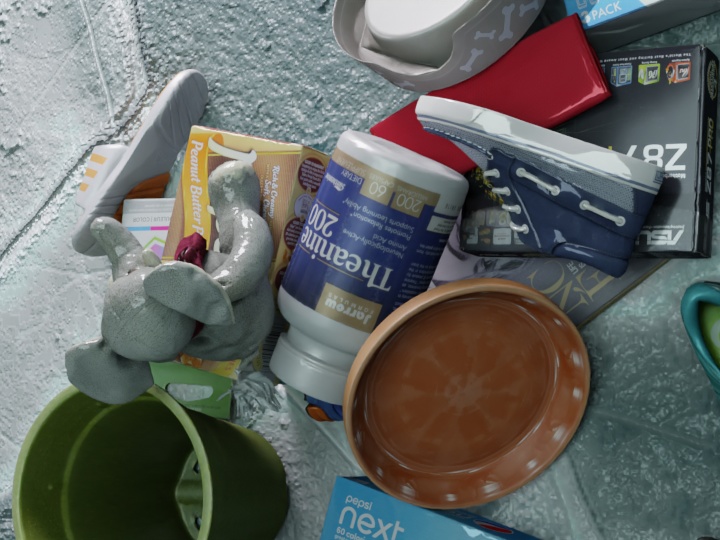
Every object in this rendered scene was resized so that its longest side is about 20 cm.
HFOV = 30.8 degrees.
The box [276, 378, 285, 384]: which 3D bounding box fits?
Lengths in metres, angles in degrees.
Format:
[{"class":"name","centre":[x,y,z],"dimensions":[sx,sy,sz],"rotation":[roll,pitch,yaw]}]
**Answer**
[{"class":"box","centre":[-0.063,0.000,1.157],"dimensions":[0.049,0.082,0.201],"rotation":[0,83,26]}]

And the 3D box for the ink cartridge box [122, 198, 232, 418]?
[{"class":"ink cartridge box","centre":[-0.171,0.034,1.220],"dimensions":[0.103,0.059,0.201],"rotation":[0,83,27]}]

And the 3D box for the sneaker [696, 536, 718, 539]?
[{"class":"sneaker","centre":[0.266,0.298,0.953],"dimensions":[0.088,0.077,0.201],"rotation":[-25,70,31]}]

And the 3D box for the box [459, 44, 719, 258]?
[{"class":"box","centre":[0.181,-0.091,1.043],"dimensions":[0.199,0.049,0.162],"rotation":[2,85,30]}]

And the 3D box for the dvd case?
[{"class":"dvd case","centre":[0.140,-0.011,1.089],"dimensions":[0.200,0.016,0.149],"rotation":[-40,68,18]}]

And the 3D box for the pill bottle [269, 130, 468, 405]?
[{"class":"pill bottle","centre":[0.000,0.000,1.036],"dimensions":[0.111,0.111,0.201],"rotation":[28,102,28]}]

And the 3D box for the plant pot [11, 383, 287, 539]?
[{"class":"plant pot","centre":[-0.158,0.192,1.118],"dimensions":[0.199,0.190,0.201],"rotation":[-4,81,28]}]

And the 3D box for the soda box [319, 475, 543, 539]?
[{"class":"soda box","centre":[0.069,0.230,1.066],"dimensions":[0.199,0.064,0.068],"rotation":[16,91,29]}]

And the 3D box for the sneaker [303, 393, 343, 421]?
[{"class":"sneaker","centre":[0.007,0.035,1.130],"dimensions":[0.078,0.075,0.201],"rotation":[8,93,17]}]

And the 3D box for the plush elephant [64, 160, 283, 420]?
[{"class":"plush elephant","centre":[-0.147,0.019,0.989],"dimensions":[0.164,0.155,0.201],"rotation":[-36,62,19]}]

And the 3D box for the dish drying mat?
[{"class":"dish drying mat","centre":[0.102,-0.128,1.057],"dimensions":[0.199,0.018,0.077],"rotation":[-27,71,25]}]

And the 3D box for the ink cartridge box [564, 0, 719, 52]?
[{"class":"ink cartridge box","centre":[0.211,-0.294,1.061],"dimensions":[0.115,0.068,0.201],"rotation":[-18,75,25]}]

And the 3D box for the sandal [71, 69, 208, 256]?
[{"class":"sandal","centre":[-0.220,-0.109,1.262],"dimensions":[0.059,0.079,0.207],"rotation":[32,89,28]}]

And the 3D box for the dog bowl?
[{"class":"dog bowl","centre":[0.072,-0.236,1.090],"dimensions":[0.199,0.059,0.201],"rotation":[-25,43,26]}]

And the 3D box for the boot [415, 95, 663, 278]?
[{"class":"boot","centre":[0.122,-0.066,0.996],"dimensions":[0.199,0.073,0.091],"rotation":[22,98,22]}]

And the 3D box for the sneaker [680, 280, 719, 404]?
[{"class":"sneaker","centre":[0.293,0.096,0.958],"dimensions":[0.077,0.080,0.200],"rotation":[-37,69,18]}]

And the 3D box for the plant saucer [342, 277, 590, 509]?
[{"class":"plant saucer","centre":[0.082,0.096,1.023],"dimensions":[0.201,0.200,0.032],"rotation":[-51,27,12]}]

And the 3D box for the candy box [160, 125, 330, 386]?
[{"class":"candy box","centre":[-0.106,-0.013,1.102],"dimensions":[0.115,0.055,0.201],"rotation":[13,88,28]}]
